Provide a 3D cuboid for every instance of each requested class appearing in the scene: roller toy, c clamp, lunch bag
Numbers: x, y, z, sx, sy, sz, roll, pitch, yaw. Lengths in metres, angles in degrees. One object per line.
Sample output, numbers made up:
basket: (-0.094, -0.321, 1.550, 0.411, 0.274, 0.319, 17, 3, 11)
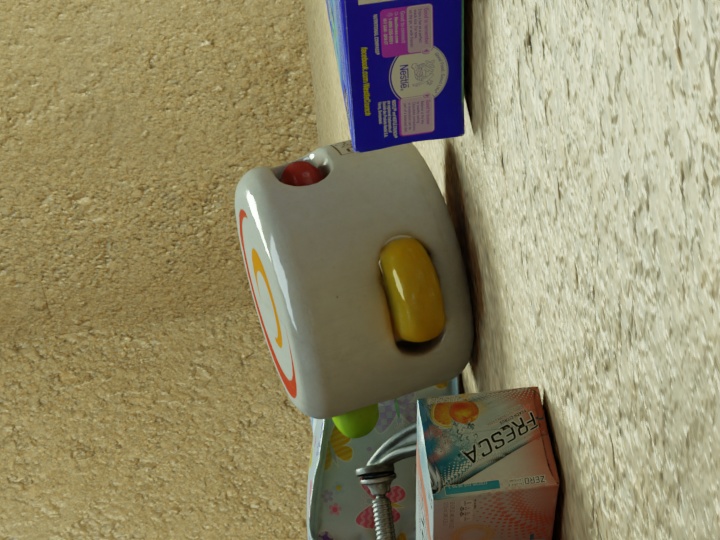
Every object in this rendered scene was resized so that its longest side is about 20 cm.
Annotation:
roller toy: (0.000, 0.000, 1.265, 0.200, 0.139, 0.183, 92, 159, -62)
c clamp: (0.036, 0.199, 1.223, 0.170, 0.027, 0.201, -11, 80, 44)
lunch bag: (0.017, 0.182, 1.418, 0.170, 0.127, 0.201, 92, -172, -69)

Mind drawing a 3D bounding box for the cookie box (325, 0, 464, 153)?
cookie box: (0.012, -0.204, 1.098, 0.171, 0.075, 0.201, 85, 176, -52)

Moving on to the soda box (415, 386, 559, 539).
soda box: (0.066, 0.146, 1.003, 0.200, 0.068, 0.064, 87, 175, -52)

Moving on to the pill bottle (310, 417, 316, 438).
pill bottle: (0.010, 0.167, 1.821, 0.200, 0.112, 0.113, -110, 12, -73)
